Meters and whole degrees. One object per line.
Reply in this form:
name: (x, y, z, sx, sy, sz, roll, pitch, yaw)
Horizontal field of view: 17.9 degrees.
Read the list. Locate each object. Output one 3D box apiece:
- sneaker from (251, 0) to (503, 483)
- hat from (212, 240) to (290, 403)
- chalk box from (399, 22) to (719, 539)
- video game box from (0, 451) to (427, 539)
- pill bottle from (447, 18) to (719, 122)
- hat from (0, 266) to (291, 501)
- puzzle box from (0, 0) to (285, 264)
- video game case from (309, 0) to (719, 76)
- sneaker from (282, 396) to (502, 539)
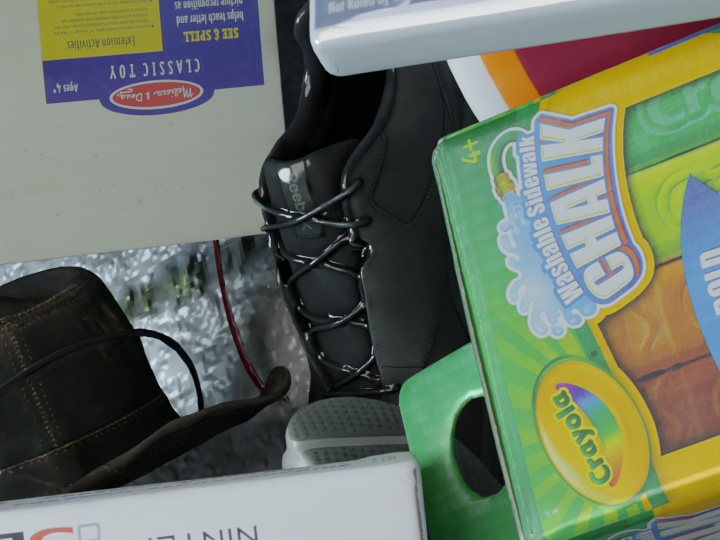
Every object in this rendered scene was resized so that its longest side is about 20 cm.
sneaker: (0.000, 0.000, 0.752, 0.075, 0.091, 0.202, -9, 75, 32)
hat: (-0.077, -0.082, 0.874, 0.165, 0.177, 0.200, -3, 38, 41)
chalk box: (0.099, 0.019, 0.620, 0.199, 0.124, 0.126, -22, 61, 15)
video game box: (-0.062, 0.159, 0.627, 0.180, 0.047, 0.202, -7, 88, 2)
pill bottle: (0.124, -0.109, 0.671, 0.199, 0.113, 0.114, -24, 65, 30)
hat: (-0.120, 0.046, 0.752, 0.200, 0.200, 0.081, -27, 89, 29)
puzzle box: (-0.124, -0.068, 0.751, 0.025, 0.198, 0.134, -155, 60, -75)
video game case: (0.082, -0.150, 0.606, 0.198, 0.023, 0.184, -8, 65, 16)
sneaker: (0.051, 0.122, 0.690, 0.200, 0.070, 0.081, 35, 122, 19)
